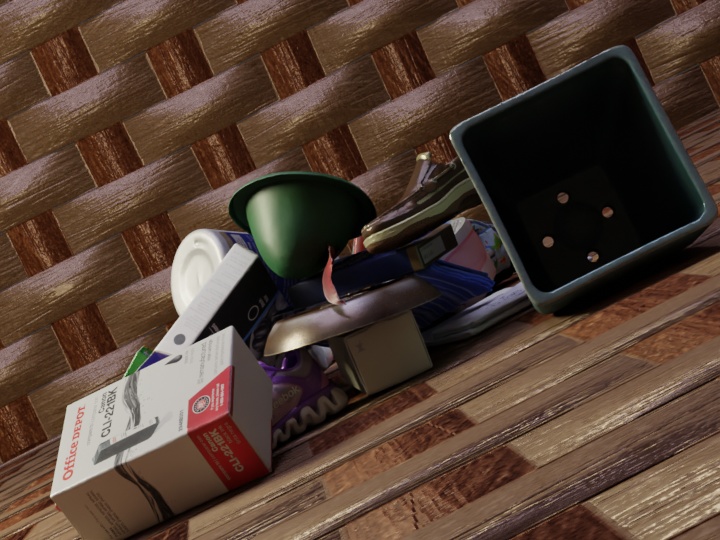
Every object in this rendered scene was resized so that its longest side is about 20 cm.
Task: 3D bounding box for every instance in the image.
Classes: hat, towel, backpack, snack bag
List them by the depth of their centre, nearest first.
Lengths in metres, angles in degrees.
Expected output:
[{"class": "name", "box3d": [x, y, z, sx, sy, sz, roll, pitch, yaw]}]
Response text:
[{"class": "hat", "box3d": [-0.066, 0.005, 1.642, 0.164, 0.178, 0.200, -8, -26, 14]}, {"class": "snack bag", "box3d": [0.153, 0.042, 1.771, 0.187, 0.022, 0.200, -28, 3, -26]}, {"class": "towel", "box3d": [0.050, 0.049, 1.811, 0.199, 0.024, 0.144, -34, -27, 26]}, {"class": "backpack", "box3d": [0.098, 0.001, 2.052, 0.162, 0.155, 0.200, -10, 26, 49]}]

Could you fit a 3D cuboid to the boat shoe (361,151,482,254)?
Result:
[{"class": "boat shoe", "box3d": [0.077, -0.088, 1.624, 0.201, 0.075, 0.075, -28, -6, -25]}]

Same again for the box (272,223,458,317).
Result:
[{"class": "box", "box3d": [0.000, 0.000, 1.704, 0.198, 0.033, 0.121, -20, 6, 25]}]

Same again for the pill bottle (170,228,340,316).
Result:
[{"class": "pill bottle", "box3d": [-0.119, 0.014, 1.849, 0.199, 0.121, 0.119, 3, -18, -40]}]

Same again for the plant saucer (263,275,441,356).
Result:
[{"class": "plant saucer", "box3d": [-0.012, 0.044, 1.596, 0.198, 0.032, 0.200, -18, 1, 0]}]

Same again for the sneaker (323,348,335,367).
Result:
[{"class": "sneaker", "box3d": [-0.112, 0.139, 2.088, 0.080, 0.077, 0.199, -12, -4, -44]}]

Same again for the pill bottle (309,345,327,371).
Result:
[{"class": "pill bottle", "box3d": [-0.148, 0.133, 1.954, 0.199, 0.110, 0.109, -27, 2, 7]}]

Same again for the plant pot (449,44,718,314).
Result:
[{"class": "plant pot", "box3d": [0.221, -0.068, 1.526, 0.195, 0.197, 0.200, -26, -16, 1]}]

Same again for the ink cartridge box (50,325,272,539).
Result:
[{"class": "ink cartridge box", "box3d": [-0.189, 0.161, 1.458, 0.199, 0.084, 0.145, -26, 30, 13]}]

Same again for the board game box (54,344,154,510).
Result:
[{"class": "board game box", "box3d": [-0.288, 0.188, 1.790, 0.201, 0.040, 0.153, -62, 5, -2]}]

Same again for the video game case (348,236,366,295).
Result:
[{"class": "video game case", "box3d": [-0.007, 0.022, 2.003, 0.017, 0.202, 0.143, 6, 2, -1]}]

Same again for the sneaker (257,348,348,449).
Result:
[{"class": "sneaker", "box3d": [-0.110, 0.144, 1.562, 0.199, 0.089, 0.080, -29, 5, -32]}]

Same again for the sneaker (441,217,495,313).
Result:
[{"class": "sneaker", "box3d": [0.089, 0.036, 1.914, 0.200, 0.105, 0.075, -43, 20, -8]}]

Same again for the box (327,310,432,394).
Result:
[{"class": "box", "box3d": [0.017, 0.086, 1.665, 0.081, 0.069, 0.200, -23, 2, -6]}]

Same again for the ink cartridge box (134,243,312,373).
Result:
[{"class": "ink cartridge box", "box3d": [-0.153, 0.104, 1.726, 0.201, 0.043, 0.199, -52, -34, -17]}]
